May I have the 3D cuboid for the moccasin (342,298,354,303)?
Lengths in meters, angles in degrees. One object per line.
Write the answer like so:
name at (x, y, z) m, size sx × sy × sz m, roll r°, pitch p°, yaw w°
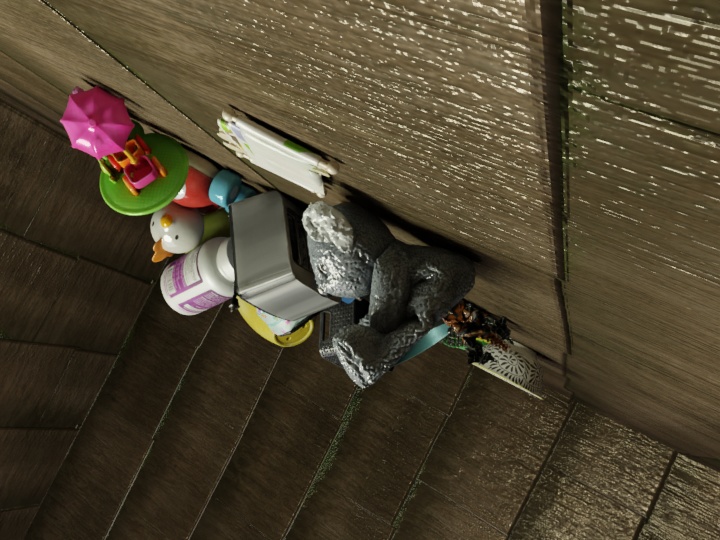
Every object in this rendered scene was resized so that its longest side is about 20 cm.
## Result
moccasin at (0.000, 0.000, 1.248) m, size 0.080 × 0.068 × 0.200 m, roll 41°, pitch 150°, yaw -12°

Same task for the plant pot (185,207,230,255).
plant pot at (-0.225, -0.059, 1.281) m, size 0.186 × 0.189 × 0.199 m, roll 29°, pitch 150°, yaw -30°

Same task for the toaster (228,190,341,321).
toaster at (-0.130, -0.015, 1.079) m, size 0.118 × 0.202 × 0.181 m, roll -20°, pitch 154°, yaw 21°

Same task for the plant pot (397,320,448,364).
plant pot at (0.097, 0.109, 1.416) m, size 0.135 × 0.199 × 0.200 m, roll 59°, pitch -173°, yaw 18°

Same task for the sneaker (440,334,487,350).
sneaker at (0.290, 0.186, 1.712) m, size 0.199 × 0.079 × 0.085 m, roll 25°, pitch 176°, yaw 24°

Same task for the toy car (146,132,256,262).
toy car at (-0.320, -0.104, 1.131) m, size 0.183 × 0.201 × 0.177 m, roll 26°, pitch 176°, yaw 8°

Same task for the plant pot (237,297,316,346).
plant pot at (-0.181, 0.096, 1.519) m, size 0.200 × 0.200 × 0.142 m, roll 31°, pitch -162°, yaw -45°

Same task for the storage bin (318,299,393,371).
storage bin at (-0.004, 0.154, 1.480) m, size 0.093 × 0.136 × 0.200 m, roll -13°, pitch 152°, yaw 28°

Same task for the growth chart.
growth chart at (-0.093, -0.123, 0.694) m, size 0.144 × 0.018 × 0.200 m, roll 28°, pitch 176°, yaw -4°

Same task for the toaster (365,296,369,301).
toaster at (-0.008, 0.038, 1.563) m, size 0.129 × 0.115 × 0.199 m, roll 25°, pitch 176°, yaw -37°

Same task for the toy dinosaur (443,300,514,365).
toy dinosaur at (0.223, 0.105, 1.223) m, size 0.198 × 0.103 × 0.136 m, roll 9°, pitch -160°, yaw -25°

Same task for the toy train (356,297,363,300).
toy train at (-0.021, -0.009, 1.140) m, size 0.046 × 0.034 × 0.201 m, roll 36°, pitch 159°, yaw 33°

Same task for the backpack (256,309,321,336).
backpack at (-0.134, 0.049, 1.378) m, size 0.127 × 0.200 × 0.167 m, roll 51°, pitch 154°, yaw -8°

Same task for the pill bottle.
pill bottle at (-0.271, 0.004, 1.174) m, size 0.199 × 0.113 × 0.112 m, roll -22°, pitch 142°, yaw 38°

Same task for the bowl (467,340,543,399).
bowl at (0.370, 0.225, 1.554) m, size 0.199 × 0.095 × 0.201 m, roll 27°, pitch 176°, yaw 2°

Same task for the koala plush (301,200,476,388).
koala plush at (0.015, -0.003, 0.763) m, size 0.200 × 0.184 × 0.177 m, roll 47°, pitch -169°, yaw 7°

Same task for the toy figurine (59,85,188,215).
toy figurine at (-0.373, -0.209, 0.953) m, size 0.200 × 0.150 × 0.184 m, roll 52°, pitch 172°, yaw 23°
